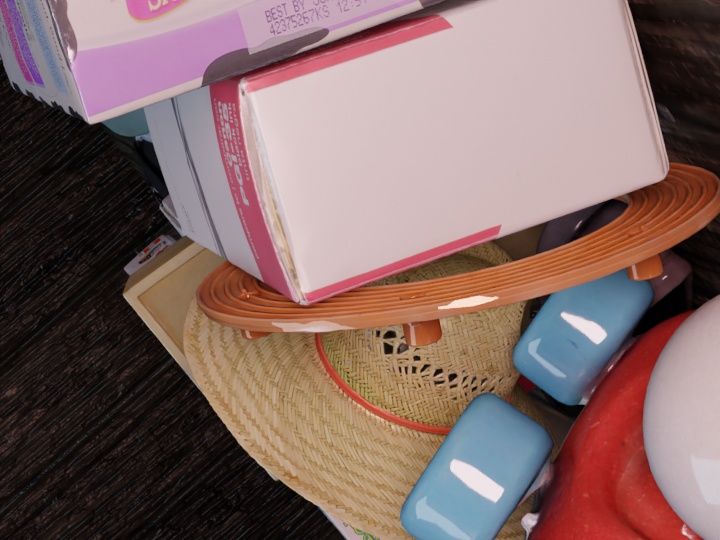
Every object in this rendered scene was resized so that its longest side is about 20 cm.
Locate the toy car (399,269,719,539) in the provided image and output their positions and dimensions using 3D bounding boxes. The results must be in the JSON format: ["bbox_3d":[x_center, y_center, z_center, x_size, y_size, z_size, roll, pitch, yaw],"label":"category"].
[{"bbox_3d":[0.145,0.053,0.693,0.184,0.177,0.201,35,141,7],"label":"toy car"}]

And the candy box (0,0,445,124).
[{"bbox_3d":[-0.046,-0.117,0.704,0.200,0.166,0.072,-154,45,-72],"label":"candy box"}]

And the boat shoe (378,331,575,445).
[{"bbox_3d":[0.026,0.074,0.927,0.200,0.061,0.072,27,-162,-15],"label":"boat shoe"}]

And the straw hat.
[{"bbox_3d":[0.031,0.027,0.836,0.200,0.085,0.202,25,-152,-14],"label":"straw hat"}]

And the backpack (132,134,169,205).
[{"bbox_3d":[-0.062,-0.058,1.304,0.199,0.155,0.163,9,150,45],"label":"backpack"}]

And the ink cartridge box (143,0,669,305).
[{"bbox_3d":[0.005,-0.060,0.754,0.200,0.145,0.084,-153,45,-71],"label":"ink cartridge box"}]

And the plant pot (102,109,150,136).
[{"bbox_3d":[-0.126,-0.179,0.893,0.196,0.201,0.200,43,176,-28],"label":"plant pot"}]

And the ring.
[{"bbox_3d":[0.037,-0.006,0.731,0.200,0.199,0.019,-154,49,-72],"label":"ring"}]

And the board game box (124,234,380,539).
[{"bbox_3d":[-0.047,0.072,1.067,0.200,0.035,0.126,52,174,-14],"label":"board game box"}]

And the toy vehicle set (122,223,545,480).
[{"bbox_3d":[0.000,0.000,0.953,0.125,0.199,0.027,52,-165,-15],"label":"toy vehicle set"}]

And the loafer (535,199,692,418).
[{"bbox_3d":[0.121,0.032,0.894,0.063,0.072,0.200,40,166,27],"label":"loafer"}]

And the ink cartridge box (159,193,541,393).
[{"bbox_3d":[0.009,-0.003,1.067,0.200,0.145,0.083,52,176,-18],"label":"ink cartridge box"}]
